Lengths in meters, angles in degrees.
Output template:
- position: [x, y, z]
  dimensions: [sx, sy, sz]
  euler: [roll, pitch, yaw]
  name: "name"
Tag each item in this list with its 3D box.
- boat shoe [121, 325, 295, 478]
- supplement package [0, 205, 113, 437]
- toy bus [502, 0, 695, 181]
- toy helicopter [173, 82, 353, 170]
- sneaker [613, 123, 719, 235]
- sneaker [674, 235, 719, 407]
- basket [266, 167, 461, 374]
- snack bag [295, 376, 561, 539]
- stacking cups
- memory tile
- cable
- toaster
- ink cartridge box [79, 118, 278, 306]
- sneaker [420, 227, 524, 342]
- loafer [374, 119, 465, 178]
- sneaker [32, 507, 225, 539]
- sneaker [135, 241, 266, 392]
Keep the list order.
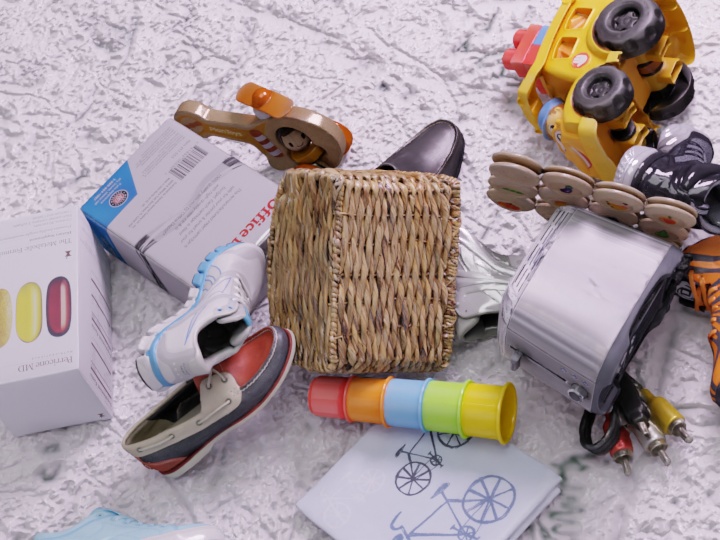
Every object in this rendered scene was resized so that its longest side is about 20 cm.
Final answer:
- position: [-0.146, 0.122, 1.739]
  dimensions: [0.200, 0.063, 0.071]
  euler: [-43, 35, 14]
  name: "boat shoe"
- position: [-0.324, 0.052, 1.843]
  dimensions: [0.114, 0.110, 0.200]
  euler: [-12, 56, 7]
  name: "supplement package"
- position: [0.230, -0.193, 1.864]
  dimensions: [0.192, 0.136, 0.200]
  euler: [9, 62, 34]
  name: "toy bus"
- position: [-0.111, -0.154, 1.910]
  dimensions: [0.200, 0.132, 0.079]
  euler: [12, 62, 20]
  name: "toy helicopter"
- position: [0.330, -0.085, 1.751]
  dimensions: [0.114, 0.076, 0.200]
  euler: [24, 25, 25]
  name: "sneaker"
- position: [0.344, 0.046, 1.715]
  dimensions: [0.112, 0.078, 0.200]
  euler: [12, 51, 25]
  name: "sneaker"
- position: [0.000, 0.000, 1.768]
  dimensions: [0.143, 0.149, 0.200]
  euler: [6, 96, 58]
  name: "basket"
- position: [0.059, 0.216, 1.699]
  dimensions: [0.200, 0.021, 0.189]
  euler: [33, 70, 32]
  name: "snack bag"
- position: [0.049, 0.126, 1.722]
  dimensions: [0.200, 0.061, 0.061]
  euler: [5, 59, 23]
  name: "stacking cups"
- position: [0.217, -0.061, 1.706]
  dimensions: [0.200, 0.153, 0.017]
  euler: [17, 77, 5]
  name: "memory tile"
- position: [0.244, 0.112, 1.722]
  dimensions: [0.097, 0.050, 0.200]
  euler: [-28, 42, 11]
  name: "cable"
- position: [0.214, 0.026, 1.672]
  dimensions: [0.129, 0.114, 0.200]
  euler: [27, 64, 16]
  name: "toaster"
- position: [-0.171, -0.049, 1.885]
  dimensions: [0.200, 0.086, 0.146]
  euler: [33, 71, 27]
  name: "ink cartridge box"
- position: [0.104, 0.018, 1.783]
  dimensions: [0.200, 0.078, 0.099]
  euler: [22, 69, 26]
  name: "sneaker"
- position: [0.043, -0.088, 1.866]
  dimensions: [0.073, 0.072, 0.200]
  euler: [23, 65, 27]
  name: "loafer"
- position: [-0.228, 0.257, 1.711]
  dimensions: [0.200, 0.074, 0.082]
  euler: [-12, 59, 5]
  name: "sneaker"
- position: [-0.129, 0.043, 1.719]
  dimensions: [0.087, 0.075, 0.200]
  euler: [-8, 34, 36]
  name: "sneaker"
